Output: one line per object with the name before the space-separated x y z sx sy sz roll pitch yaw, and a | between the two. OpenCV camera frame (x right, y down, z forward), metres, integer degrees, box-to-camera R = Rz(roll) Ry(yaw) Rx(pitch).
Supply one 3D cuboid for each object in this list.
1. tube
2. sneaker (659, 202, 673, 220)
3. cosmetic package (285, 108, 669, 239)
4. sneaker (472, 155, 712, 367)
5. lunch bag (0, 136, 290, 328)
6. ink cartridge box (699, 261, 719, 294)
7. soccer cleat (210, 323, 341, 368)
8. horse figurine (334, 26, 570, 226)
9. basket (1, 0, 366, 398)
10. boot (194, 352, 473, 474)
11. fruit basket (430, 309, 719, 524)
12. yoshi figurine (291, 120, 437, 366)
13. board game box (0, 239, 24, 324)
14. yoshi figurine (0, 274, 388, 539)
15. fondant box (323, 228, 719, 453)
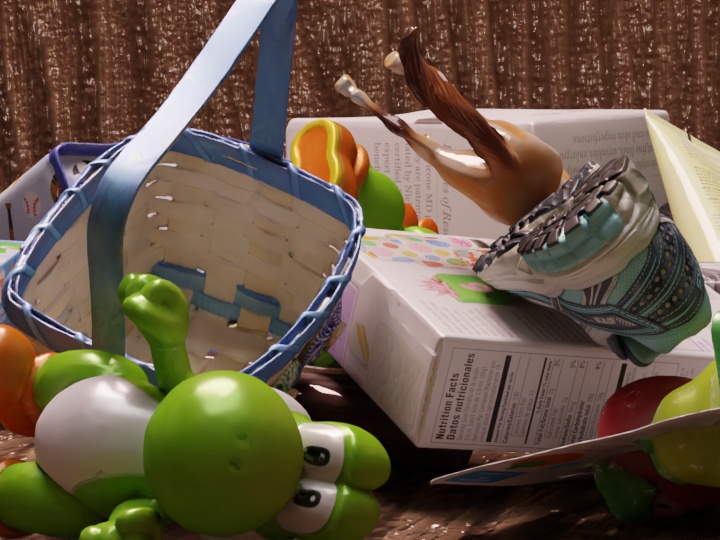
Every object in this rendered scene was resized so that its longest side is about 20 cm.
tube | 0.218 -0.013 1.689 0.052 0.058 0.201 -12 48 0
sneaker | 0.193 0.031 1.745 0.078 0.091 0.200 2 29 37
cosmetic package | 0.078 -0.020 1.820 0.199 0.166 0.164 2 7 37
sneaker | 0.108 0.006 1.263 0.078 0.086 0.200 -41 4 -1
lunch bag | -0.129 0.001 1.640 0.199 0.124 0.170 -12 -14 -48
ink cartridge box | 0.175 0.040 1.531 0.199 0.085 0.146 -1 4 2
soccer cleat | -0.040 0.050 1.614 0.083 0.065 0.200 -1 4 28
horse figurine | 0.064 -0.056 1.380 0.132 0.050 0.200 36 0 22
basket | -0.075 -0.012 1.264 0.138 0.201 0.177 18 46 18
boot | -0.027 0.068 1.422 0.199 0.065 0.186 0 8 4
fruit basket | 0.161 0.077 1.192 0.199 0.094 0.185 -24 -17 36
yoshi figurine | 0.003 0.012 1.472 0.112 0.112 0.200 41 0 42
board game box | -0.243 0.005 1.354 0.150 0.037 0.200 3 6 -1
yoshi figurine | -0.088 0.067 1.116 0.199 0.113 0.112 4 23 32
fondant box | 0.092 0.036 1.350 0.199 0.059 0.144 6 19 -26
